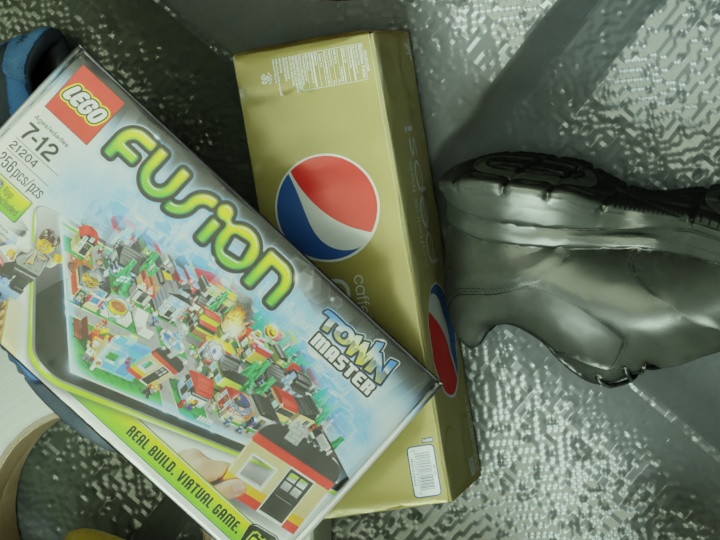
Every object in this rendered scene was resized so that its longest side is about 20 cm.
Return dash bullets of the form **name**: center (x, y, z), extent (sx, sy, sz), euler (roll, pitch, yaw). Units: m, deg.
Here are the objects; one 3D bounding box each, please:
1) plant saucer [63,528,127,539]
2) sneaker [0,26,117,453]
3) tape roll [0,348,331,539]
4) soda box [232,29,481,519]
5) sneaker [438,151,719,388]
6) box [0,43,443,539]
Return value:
- **plant saucer**: center (-0.067, 0.233, 1.117), extent (0.199, 0.048, 0.201), euler (17, 102, 19)
- **sneaker**: center (-0.122, -0.018, 1.128), extent (0.078, 0.066, 0.200), euler (-38, 59, 21)
- **tape roll**: center (-0.112, 0.112, 1.185), extent (0.202, 0.037, 0.204), euler (1, 95, 14)
- **soda box**: center (0.000, 0.000, 1.130), extent (0.064, 0.068, 0.201), euler (-8, 93, 14)
- **sneaker**: center (0.127, 0.008, 1.106), extent (0.199, 0.076, 0.091), euler (12, 107, 19)
- **box**: center (-0.077, 0.017, 1.064), extent (0.200, 0.035, 0.110), euler (42, 88, -6)
